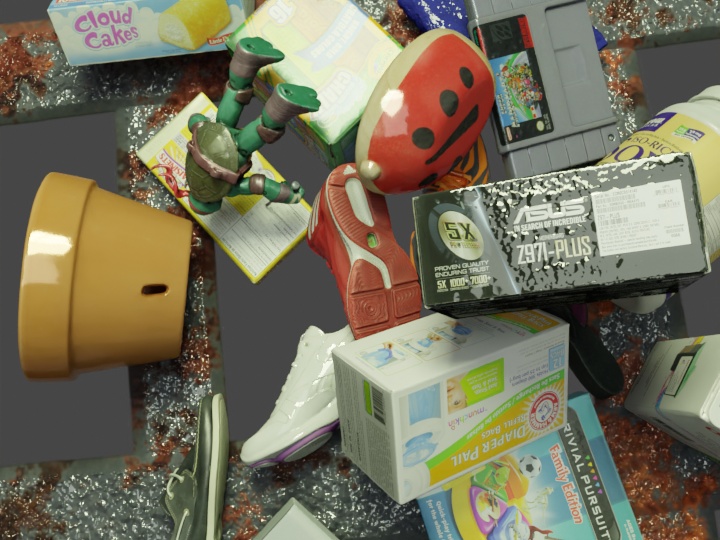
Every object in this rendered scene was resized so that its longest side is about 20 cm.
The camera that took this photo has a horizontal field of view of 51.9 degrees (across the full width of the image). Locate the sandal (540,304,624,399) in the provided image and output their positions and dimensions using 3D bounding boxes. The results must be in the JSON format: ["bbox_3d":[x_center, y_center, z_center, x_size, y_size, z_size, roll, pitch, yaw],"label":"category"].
[{"bbox_3d":[0.208,0.037,0.755,0.201,0.075,0.048,50,130,2],"label":"sandal"}]

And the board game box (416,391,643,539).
[{"bbox_3d":[0.158,0.226,0.744,0.198,0.047,0.152,-19,82,0],"label":"board game box"}]

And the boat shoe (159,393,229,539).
[{"bbox_3d":[-0.169,0.225,0.746,0.067,0.072,0.202,6,84,-1],"label":"boat shoe"}]

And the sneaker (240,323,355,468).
[{"bbox_3d":[-0.049,0.121,0.765,0.199,0.075,0.100,-38,72,-10],"label":"sneaker"}]

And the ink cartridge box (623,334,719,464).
[{"bbox_3d":[0.349,0.130,0.672,0.144,0.200,0.084,30,84,6],"label":"ink cartridge box"}]

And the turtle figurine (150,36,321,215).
[{"bbox_3d":[-0.120,-0.114,0.719,0.149,0.101,0.200,41,127,4],"label":"turtle figurine"}]

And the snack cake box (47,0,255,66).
[{"bbox_3d":[-0.217,-0.287,0.799,0.198,0.068,0.116,-6,46,1],"label":"snack cake box"}]

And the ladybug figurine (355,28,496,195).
[{"bbox_3d":[0.068,-0.144,0.697,0.071,0.136,0.200,21,56,29],"label":"ladybug figurine"}]

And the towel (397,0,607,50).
[{"bbox_3d":[0.153,-0.269,0.819,0.147,0.050,0.200,-40,84,-7],"label":"towel"}]

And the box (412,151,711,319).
[{"bbox_3d":[0.156,-0.018,0.593,0.198,0.164,0.087,-8,81,16],"label":"box"}]

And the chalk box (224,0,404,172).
[{"bbox_3d":[-0.021,-0.190,0.774,0.200,0.124,0.125,44,86,8],"label":"chalk box"}]

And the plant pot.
[{"bbox_3d":[-0.241,0.013,0.731,0.139,0.200,0.202,6,82,-13],"label":"plant pot"}]

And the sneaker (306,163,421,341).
[{"bbox_3d":[0.000,0.000,0.756,0.078,0.115,0.202,-8,87,-18],"label":"sneaker"}]

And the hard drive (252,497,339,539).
[{"bbox_3d":[-0.039,0.338,0.721,0.200,0.027,0.132,45,86,-7],"label":"hard drive"}]

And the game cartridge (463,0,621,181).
[{"bbox_3d":[0.187,-0.202,0.765,0.128,0.038,0.202,-16,94,-13],"label":"game cartridge"}]

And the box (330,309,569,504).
[{"bbox_3d":[0.087,0.108,0.681,0.198,0.101,0.114,-17,113,-27],"label":"box"}]

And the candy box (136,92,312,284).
[{"bbox_3d":[-0.144,-0.091,0.814,0.102,0.026,0.200,-43,82,-1],"label":"candy box"}]

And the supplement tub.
[{"bbox_3d":[0.306,-0.071,0.732,0.200,0.145,0.146,-39,82,-4],"label":"supplement tub"}]

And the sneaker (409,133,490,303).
[{"bbox_3d":[0.096,-0.066,0.756,0.077,0.112,0.202,9,82,4],"label":"sneaker"}]
